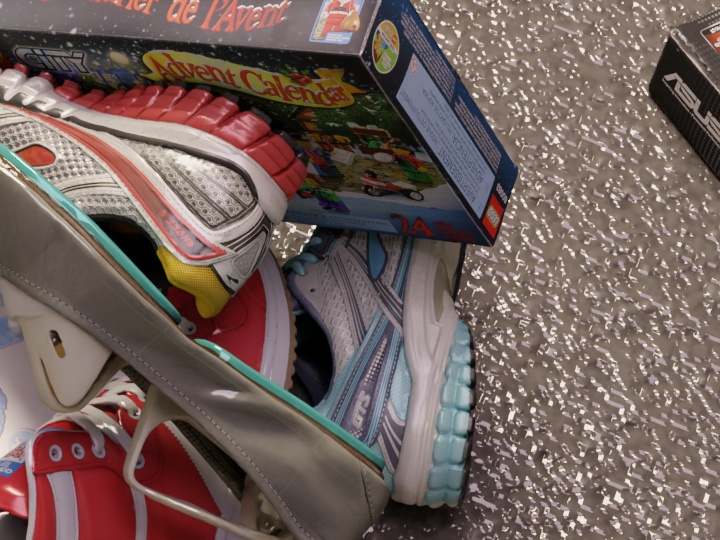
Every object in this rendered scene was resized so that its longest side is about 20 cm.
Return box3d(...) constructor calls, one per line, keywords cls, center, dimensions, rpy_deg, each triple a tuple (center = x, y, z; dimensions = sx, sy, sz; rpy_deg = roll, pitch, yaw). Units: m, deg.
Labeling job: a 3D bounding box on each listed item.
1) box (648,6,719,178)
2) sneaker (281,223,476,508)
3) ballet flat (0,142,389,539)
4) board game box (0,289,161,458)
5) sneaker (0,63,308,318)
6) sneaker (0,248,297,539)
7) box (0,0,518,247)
box3d(cls="box", center=(0.257, -0.076, 1.097), dimensions=(0.199, 0.044, 0.161), rpy_deg=(-25, 64, -24))
box3d(cls="sneaker", center=(0.000, 0.000, 0.980), dimensions=(0.086, 0.078, 0.201), rpy_deg=(1, 56, -6))
box3d(cls="ballet flat", center=(-0.076, 0.038, 0.837), dimensions=(0.200, 0.067, 0.064), rpy_deg=(41, 80, -14))
box3d(cls="board game box", center=(-0.202, 0.041, 0.943), dimensions=(0.199, 0.026, 0.201), rpy_deg=(19, 55, 2))
box3d(cls="sneaker", center=(-0.121, -0.029, 0.913), dimensions=(0.199, 0.078, 0.083), rpy_deg=(6, 64, 32))
box3d(cls="sneaker", center=(-0.092, 0.056, 0.902), dimensions=(0.112, 0.071, 0.201), rpy_deg=(25, 54, -29))
box3d(cls="box", center=(-0.054, -0.067, 0.929), dimensions=(0.199, 0.137, 0.038), rpy_deg=(7, 65, 30))
